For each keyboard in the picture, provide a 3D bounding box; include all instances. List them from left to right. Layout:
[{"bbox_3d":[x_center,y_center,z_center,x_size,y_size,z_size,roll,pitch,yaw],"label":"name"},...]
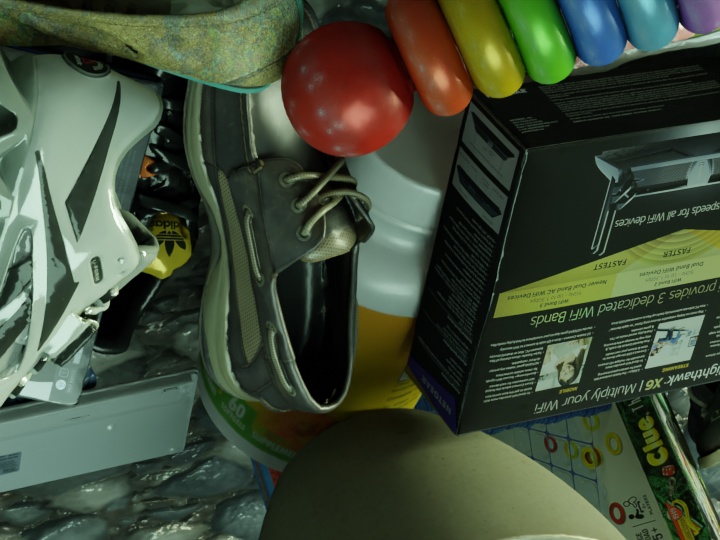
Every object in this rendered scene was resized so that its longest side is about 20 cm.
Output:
[{"bbox_3d":[-0.169,0.085,1.159,0.199,0.011,0.056,-11,141,-27],"label":"keyboard"}]

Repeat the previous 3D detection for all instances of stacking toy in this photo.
[{"bbox_3d":[0.060,-0.105,0.984,0.199,0.086,0.085,-23,144,3],"label":"stacking toy"}]

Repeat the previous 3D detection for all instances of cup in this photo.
[{"bbox_3d":[0.026,0.149,1.174,0.200,0.143,0.201,-14,134,-15],"label":"cup"}]

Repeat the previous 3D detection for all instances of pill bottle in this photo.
[{"bbox_3d":[0.000,0.000,1.199,0.111,0.111,0.200,1,139,-26],"label":"pill bottle"}]

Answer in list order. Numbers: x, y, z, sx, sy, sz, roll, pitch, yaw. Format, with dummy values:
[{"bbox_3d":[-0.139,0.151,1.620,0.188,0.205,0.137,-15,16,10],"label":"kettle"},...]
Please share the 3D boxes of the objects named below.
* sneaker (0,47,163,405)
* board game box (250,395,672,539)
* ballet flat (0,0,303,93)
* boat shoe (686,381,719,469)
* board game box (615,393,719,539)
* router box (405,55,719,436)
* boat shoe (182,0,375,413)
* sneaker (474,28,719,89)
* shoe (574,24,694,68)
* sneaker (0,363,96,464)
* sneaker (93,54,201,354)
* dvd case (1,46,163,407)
[{"bbox_3d":[-0.129,0.008,1.009,0.088,0.074,0.200,8,118,-20],"label":"sneaker"},{"bbox_3d":[0.054,0.132,1.320,0.195,0.200,0.056,-15,145,-7],"label":"board game box"},{"bbox_3d":[-0.119,-0.122,0.993,0.199,0.071,0.071,11,139,-3],"label":"ballet flat"},{"bbox_3d":[0.209,0.070,1.364,0.072,0.063,0.200,-19,174,0],"label":"boat shoe"},{"bbox_3d":[0.154,0.084,1.305,0.023,0.200,0.105,-27,143,10],"label":"board game box"},{"bbox_3d":[0.129,-0.016,1.142,0.199,0.052,0.158,-9,129,-29],"label":"router box"},{"bbox_3d":[-0.026,-0.028,1.083,0.074,0.073,0.201,-28,127,-38],"label":"boat shoe"},{"bbox_3d":[0.121,-0.139,1.113,0.199,0.074,0.081,-24,140,2],"label":"sneaker"},{"bbox_3d":[0.043,-0.126,1.045,0.199,0.071,0.091,-9,104,-1],"label":"shoe"},{"bbox_3d":[-0.184,0.012,1.152,0.077,0.085,0.200,-27,135,-9],"label":"sneaker"},{"bbox_3d":[-0.087,-0.046,1.116,0.070,0.090,0.200,4,138,-30],"label":"sneaker"},{"bbox_3d":[-0.196,-0.032,1.041,0.199,0.025,0.151,13,102,-19],"label":"dvd case"}]
